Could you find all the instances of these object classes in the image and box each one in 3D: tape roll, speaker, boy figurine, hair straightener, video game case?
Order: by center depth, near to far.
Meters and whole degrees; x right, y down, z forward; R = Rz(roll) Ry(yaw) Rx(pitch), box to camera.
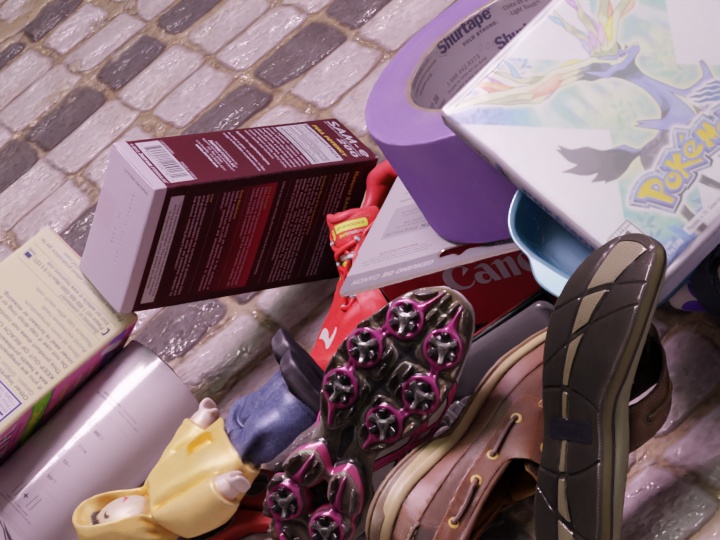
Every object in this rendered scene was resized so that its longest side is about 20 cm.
[{"bbox_3d":[0.178,-0.106,1.507,0.200,0.022,0.182,-45,64,-8],"label":"video game case"},{"bbox_3d":[0.048,0.078,1.628,0.199,0.041,0.077,-30,9,16],"label":"hair straightener"},{"bbox_3d":[0.107,-0.114,1.645,0.199,0.085,0.200,-27,27,15],"label":"tape roll"},{"bbox_3d":[-0.105,0.126,1.693,0.200,0.064,0.125,-38,26,10],"label":"boy figurine"},{"bbox_3d":[-0.203,0.143,1.794,0.200,0.081,0.081,-45,29,-15],"label":"speaker"}]

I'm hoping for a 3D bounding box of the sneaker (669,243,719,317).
[{"bbox_3d":[0.236,0.023,1.501,0.146,0.080,0.201,-29,35,48],"label":"sneaker"}]

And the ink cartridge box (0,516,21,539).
[{"bbox_3d":[-0.274,0.222,1.624,0.144,0.200,0.084,-35,28,1],"label":"ink cartridge box"}]

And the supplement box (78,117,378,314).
[{"bbox_3d":[-0.092,-0.041,1.806,0.199,0.109,0.061,-8,40,-39],"label":"supplement box"}]

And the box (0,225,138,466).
[{"bbox_3d":[-0.274,0.094,1.816,0.200,0.097,0.176,-41,-8,-32],"label":"box"}]

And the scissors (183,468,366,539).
[{"bbox_3d":[-0.042,0.155,1.664,0.199,0.014,0.073,-8,38,44],"label":"scissors"}]

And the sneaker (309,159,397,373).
[{"bbox_3d":[0.000,0.000,1.776,0.077,0.085,0.201,-16,34,35],"label":"sneaker"}]

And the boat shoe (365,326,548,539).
[{"bbox_3d":[0.088,0.111,1.541,0.067,0.072,0.200,31,57,25],"label":"boat shoe"}]

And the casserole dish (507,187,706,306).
[{"bbox_3d":[0.175,-0.057,1.520,0.121,0.039,0.200,30,75,26],"label":"casserole dish"}]

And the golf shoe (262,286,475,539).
[{"bbox_3d":[0.012,0.084,1.554,0.201,0.072,0.092,-57,-14,26],"label":"golf shoe"}]

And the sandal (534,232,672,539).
[{"bbox_3d":[0.143,0.078,1.448,0.080,0.057,0.203,21,105,59],"label":"sandal"}]

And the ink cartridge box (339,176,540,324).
[{"bbox_3d":[0.107,-0.028,1.693,0.199,0.084,0.176,-15,31,35],"label":"ink cartridge box"}]
